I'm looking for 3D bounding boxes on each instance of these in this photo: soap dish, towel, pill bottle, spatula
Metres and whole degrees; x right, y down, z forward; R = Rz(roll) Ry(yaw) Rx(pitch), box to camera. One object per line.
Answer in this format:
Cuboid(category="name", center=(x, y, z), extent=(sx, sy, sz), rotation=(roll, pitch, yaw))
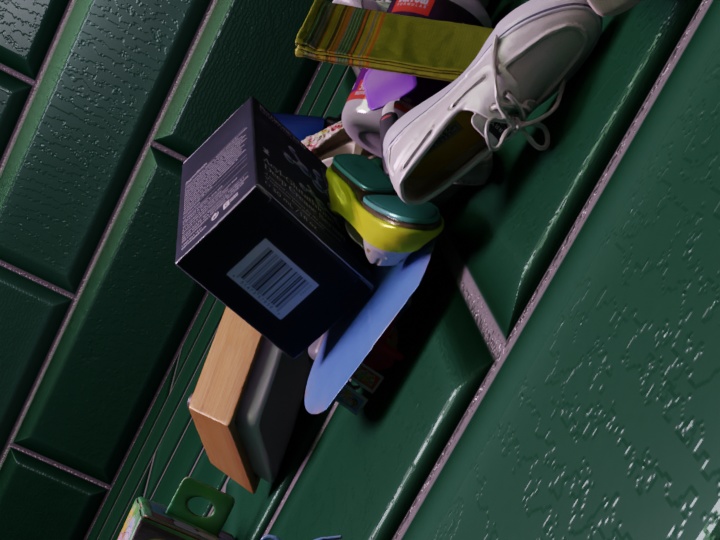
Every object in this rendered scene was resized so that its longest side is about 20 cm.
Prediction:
Cuboid(category="soap dish", center=(-0.111, 0.110, 1.150), extent=(0.158, 0.080, 0.202), rotation=(82, -159, -55))
Cuboid(category="towel", center=(0.042, -0.219, 1.025), extent=(0.018, 0.197, 0.087), rotation=(93, -170, -49))
Cuboid(category="pill bottle", center=(0.065, -0.215, 1.107), extent=(0.202, 0.111, 0.112), rotation=(-67, 12, -11))
Cuboid(category="spatula", center=(0.027, -0.142, 0.979), extent=(0.056, 0.021, 0.201), rotation=(-25, 32, 18))

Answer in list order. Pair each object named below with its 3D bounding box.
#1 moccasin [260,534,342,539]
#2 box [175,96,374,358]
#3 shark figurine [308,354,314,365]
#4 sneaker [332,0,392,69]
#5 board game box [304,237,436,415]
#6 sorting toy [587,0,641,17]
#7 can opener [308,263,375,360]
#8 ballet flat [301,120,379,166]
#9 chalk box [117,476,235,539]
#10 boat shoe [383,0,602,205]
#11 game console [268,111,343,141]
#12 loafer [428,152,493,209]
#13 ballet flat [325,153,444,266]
Cuboid(category="moccasin", center=(-0.063, 0.246, 0.800), extent=(0.200, 0.068, 0.081), rotation=(-48, 19, 50))
Cuboid(category="box", center=(-0.083, -0.044, 1.011), extent=(0.107, 0.148, 0.201), rotation=(-41, 28, 16))
Cuboid(category="shark figurine", center=(-0.021, -0.021, 1.153), extent=(0.128, 0.089, 0.216), rotation=(-45, 24, 55))
Cuboid(category="sneaker", center=(0.022, -0.271, 1.198), extent=(0.081, 0.070, 0.200), rotation=(-54, -19, -1))
Cuboid(category="board game box", center=(0.022, 0.044, 0.939), extent=(0.201, 0.039, 0.158), rotation=(-54, 13, 15))
Cuboid(category="sorting toy", center=(0.193, -0.279, 0.721), extent=(0.179, 0.107, 0.201), rotation=(-33, 20, 14))
Cuboid(category="can opener", center=(0.000, 0.000, 1.072), extent=(0.067, 0.053, 0.202), rotation=(7, 72, 63))
Cuboid(category="ballet flat", center=(0.001, -0.145, 1.235), extent=(0.199, 0.076, 0.064), rotation=(-31, 29, 10))
Cuboid(category="chalk box", center=(-0.204, 0.322, 1.150), extent=(0.202, 0.123, 0.124), rotation=(-65, 11, -8))
Cuboid(category="boat shoe", center=(0.098, -0.116, 0.791), extent=(0.201, 0.074, 0.087), rotation=(-36, 38, 23))
Cuboid(category="game console", center=(-0.079, -0.117, 1.342), extent=(0.171, 0.117, 0.202), rotation=(-53, -20, -57))
Cuboid(category="loafer", center=(0.067, -0.084, 0.956), extent=(0.200, 0.069, 0.071), rotation=(-146, 62, -77))
Cuboid(category="ballet flat", center=(0.017, -0.042, 0.917), extent=(0.200, 0.066, 0.068), rotation=(-133, 47, -61))
